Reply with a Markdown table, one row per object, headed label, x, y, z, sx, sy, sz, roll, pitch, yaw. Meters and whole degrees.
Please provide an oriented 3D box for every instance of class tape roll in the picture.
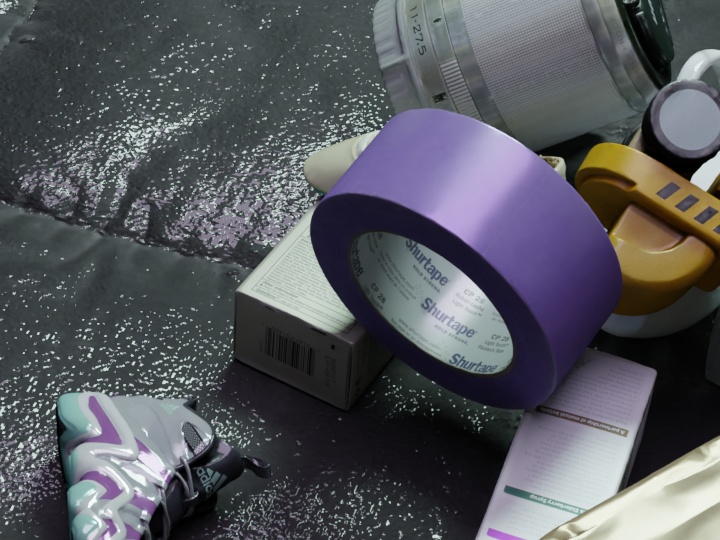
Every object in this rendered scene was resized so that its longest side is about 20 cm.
| label | x | y | z | sx | sy | sz | roll | pitch | yaw |
| --- | --- | --- | --- | --- | --- | --- | --- | --- | --- |
| tape roll | 0.069 | -0.006 | 1.530 | 0.199 | 0.201 | 0.085 | 29 | 62 | 24 |

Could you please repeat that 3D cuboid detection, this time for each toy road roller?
| label | x | y | z | sx | sy | sz | roll | pitch | yaw |
| --- | --- | --- | --- | --- | --- | --- | --- | --- | --- |
| toy road roller | 0.236 | -0.020 | 1.567 | 0.199 | 0.123 | 0.146 | 33 | 76 | 2 |

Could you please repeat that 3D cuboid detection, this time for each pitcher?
| label | x | y | z | sx | sy | sz | roll | pitch | yaw |
| --- | --- | --- | --- | --- | --- | --- | --- | --- | --- |
| pitcher | 0.236 | -0.056 | 1.705 | 0.200 | 0.173 | 0.121 | -34 | 22 | -36 |

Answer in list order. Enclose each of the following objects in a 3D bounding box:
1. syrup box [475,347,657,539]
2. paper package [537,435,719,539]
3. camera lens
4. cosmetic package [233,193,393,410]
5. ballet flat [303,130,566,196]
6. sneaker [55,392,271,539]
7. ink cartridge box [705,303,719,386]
| label | x | y | z | sx | sy | sz | roll | pitch | yaw |
| --- | --- | --- | --- | --- | --- | --- | --- | --- | --- |
| syrup box | 0.135 | 0.148 | 1.542 | 0.081 | 0.079 | 0.200 | 17 | 45 | 11 |
| paper package | 0.192 | 0.217 | 1.386 | 0.190 | 0.201 | 0.103 | -25 | 50 | -27 |
| camera lens | 0.128 | -0.174 | 1.747 | 0.199 | 0.160 | 0.161 | -20 | 40 | 19 |
| cosmetic package | 0.000 | 0.000 | 1.691 | 0.103 | 0.073 | 0.200 | 25 | 47 | 20 |
| ballet flat | 0.057 | -0.076 | 1.677 | 0.198 | 0.070 | 0.070 | 11 | 43 | 5 |
| sneaker | -0.126 | 0.150 | 1.518 | 0.139 | 0.078 | 0.201 | -5 | 45 | -9 |
| ink cartridge box | 0.367 | 0.027 | 1.686 | 0.146 | 0.086 | 0.200 | 28 | 47 | 22 |
